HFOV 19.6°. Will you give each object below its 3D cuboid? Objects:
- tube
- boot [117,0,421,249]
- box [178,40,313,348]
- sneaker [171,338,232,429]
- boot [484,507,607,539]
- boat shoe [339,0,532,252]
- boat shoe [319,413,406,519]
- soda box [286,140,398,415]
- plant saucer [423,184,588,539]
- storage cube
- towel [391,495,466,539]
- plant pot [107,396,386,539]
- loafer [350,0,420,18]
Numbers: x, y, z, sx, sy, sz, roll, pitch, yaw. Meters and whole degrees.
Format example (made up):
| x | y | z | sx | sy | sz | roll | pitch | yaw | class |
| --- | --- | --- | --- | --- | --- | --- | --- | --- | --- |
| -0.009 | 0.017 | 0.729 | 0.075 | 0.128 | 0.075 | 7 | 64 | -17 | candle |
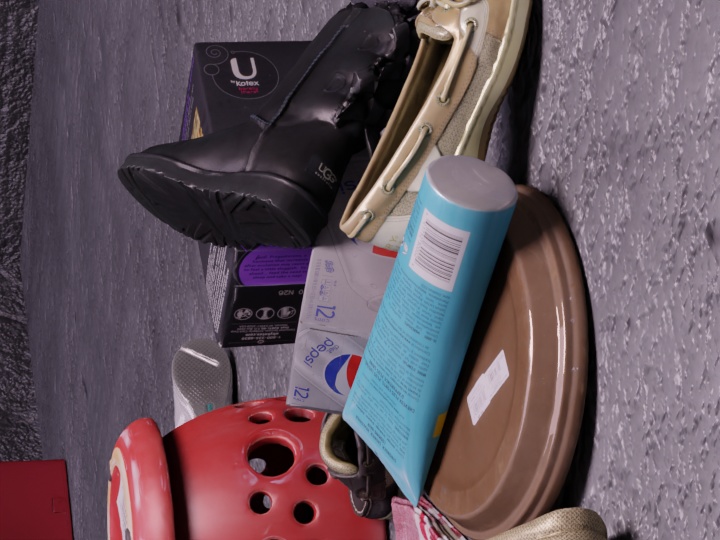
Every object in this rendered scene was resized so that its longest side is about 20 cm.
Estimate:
| x | y | z | sx | sy | sz | roll | pitch | yaw | class |
| --- | --- | --- | --- | --- | --- | --- | --- | --- | --- |
| 0.034 | 0.032 | 1.142 | 0.078 | 0.050 | 0.201 | 52 | 137 | 40 | tube |
| -0.047 | -0.096 | 1.311 | 0.198 | 0.073 | 0.163 | 8 | 57 | 49 | boot |
| -0.053 | -0.057 | 1.471 | 0.106 | 0.121 | 0.201 | 105 | 159 | -49 | box |
| -0.142 | 0.168 | 1.963 | 0.080 | 0.070 | 0.201 | 96 | 172 | -59 | sneaker |
| 0.087 | 0.220 | 1.063 | 0.200 | 0.072 | 0.156 | 118 | 147 | -58 | boot |
| 0.044 | -0.108 | 1.155 | 0.073 | 0.063 | 0.202 | -141 | 66 | -72 | boat shoe |
| 0.004 | 0.110 | 1.369 | 0.200 | 0.064 | 0.074 | 102 | 158 | -58 | boat shoe |
| 0.000 | 0.000 | 1.283 | 0.200 | 0.063 | 0.069 | -81 | 1 | -53 | soda box |
| 0.068 | 0.051 | 1.151 | 0.200 | 0.029 | 0.201 | -175 | 90 | -68 | plant saucer |
| -0.559 | 0.420 | 3.328 | 0.171 | 0.179 | 0.201 | 110 | 155 | -54 | storage cube |
| 0.054 | 0.234 | 1.294 | 0.200 | 0.023 | 0.145 | -146 | 55 | -72 | towel |
| -0.090 | 0.195 | 1.531 | 0.200 | 0.181 | 0.202 | 177 | 90 | -77 | plant pot |
| 0.035 | -0.209 | 1.275 | 0.072 | 0.063 | 0.200 | 45 | 164 | -2 | loafer |
